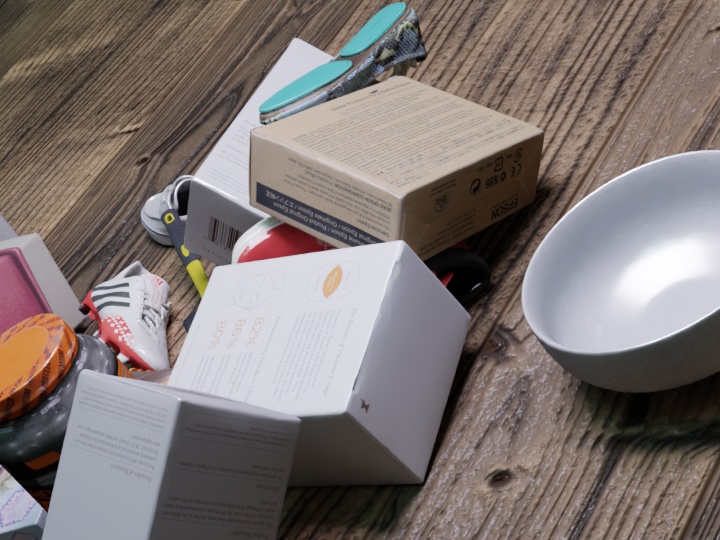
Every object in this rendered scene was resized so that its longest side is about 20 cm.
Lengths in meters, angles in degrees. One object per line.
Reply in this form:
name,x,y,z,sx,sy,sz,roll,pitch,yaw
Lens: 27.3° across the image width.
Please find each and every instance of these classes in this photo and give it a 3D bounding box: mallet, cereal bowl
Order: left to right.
mallet,-0.150,-0.005,1.428,0.066,0.041,0.201,-30,43,7
cereal bowl,0.218,0.011,1.039,0.199,0.083,0.201,-24,33,17

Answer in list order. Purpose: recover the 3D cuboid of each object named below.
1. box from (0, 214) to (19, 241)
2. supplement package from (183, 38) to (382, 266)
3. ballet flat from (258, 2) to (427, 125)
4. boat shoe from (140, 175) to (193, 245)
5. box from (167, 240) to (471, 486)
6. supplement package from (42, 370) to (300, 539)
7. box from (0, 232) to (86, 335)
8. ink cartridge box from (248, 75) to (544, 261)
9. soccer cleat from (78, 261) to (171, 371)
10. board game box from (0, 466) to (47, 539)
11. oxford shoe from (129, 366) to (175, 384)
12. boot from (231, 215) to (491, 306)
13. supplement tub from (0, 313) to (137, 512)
box,-0.496,-0.034,1.680,0.171,0.199,0.200,-41,31,-10
supplement package,-0.064,-0.094,1.384,0.116,0.118,0.200,28,57,8
ballet flat,-0.007,-0.166,1.333,0.200,0.075,0.074,-41,30,-29
boat shoe,-0.172,-0.069,1.542,0.199,0.065,0.074,5,49,47
box,-0.037,0.077,1.153,0.199,0.106,0.153,-7,51,38
supplement package,-0.138,0.183,1.019,0.117,0.117,0.201,9,85,44
box,-0.397,0.065,1.489,0.127,0.109,0.200,-12,24,39
ink cartridge box,0.031,-0.086,1.242,0.164,0.076,0.200,25,35,34
soccer cleat,-0.213,0.046,1.428,0.085,0.069,0.200,-43,27,-5
board game box,-0.329,0.190,1.368,0.199,0.041,0.201,-19,34,25
oxford shoe,-0.182,0.105,1.286,0.199,0.071,0.073,-23,46,0
boot,0.000,0.000,1.227,0.199,0.073,0.144,-11,31,-14
supplement tub,-0.215,0.137,1.176,0.122,0.200,0.123,-25,32,17
